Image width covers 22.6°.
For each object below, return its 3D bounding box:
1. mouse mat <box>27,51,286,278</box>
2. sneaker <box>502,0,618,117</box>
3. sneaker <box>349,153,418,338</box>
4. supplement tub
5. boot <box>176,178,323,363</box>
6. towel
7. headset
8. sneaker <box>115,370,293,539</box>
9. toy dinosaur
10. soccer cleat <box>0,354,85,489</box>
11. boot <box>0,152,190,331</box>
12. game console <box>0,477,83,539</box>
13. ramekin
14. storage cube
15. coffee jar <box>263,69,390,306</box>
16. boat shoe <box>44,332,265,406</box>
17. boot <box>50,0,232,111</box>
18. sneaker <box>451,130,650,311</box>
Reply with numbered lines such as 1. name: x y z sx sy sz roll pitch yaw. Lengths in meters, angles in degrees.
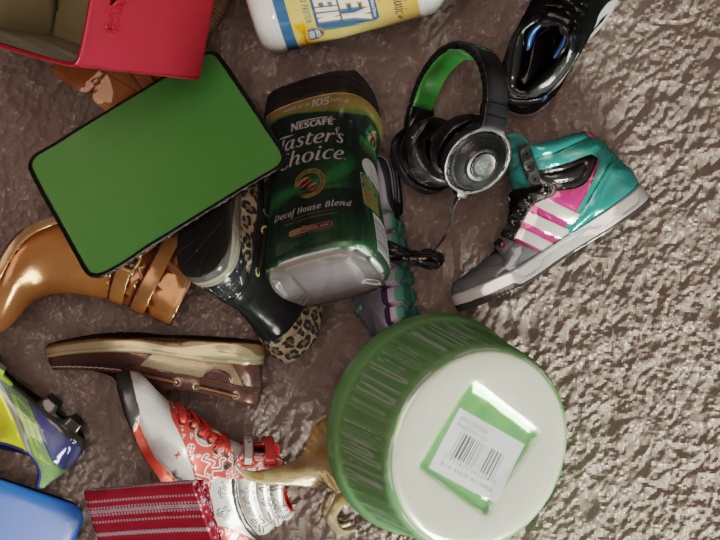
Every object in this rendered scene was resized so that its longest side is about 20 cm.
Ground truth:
1. mouse mat: -0.178 -0.094 1.561 0.199 0.008 0.161 -32 55 -3
2. sneaker: 0.184 -0.230 1.584 0.073 0.112 0.201 25 90 2
3. sneaker: 0.000 0.000 1.617 0.087 0.074 0.201 -9 77 13
4. supplement tub: -0.006 -0.281 1.579 0.199 0.145 0.146 -14 88 3
5. boot: -0.093 -0.032 1.606 0.073 0.154 0.204 -18 44 24
6. towel: -0.160 0.278 1.585 0.144 0.022 0.201 -10 103 36
7. headset: 0.067 -0.102 1.572 0.094 0.123 0.201 8 88 -32
8. sneaker: -0.132 0.155 1.594 0.107 0.067 0.202 -24 112 0
9. toy dinosaur: -0.026 0.181 1.599 0.199 0.058 0.102 -17 91 -29
10. soccer cleat: -0.341 0.118 1.628 0.200 0.065 0.084 37 89 2
11. boot: -0.234 0.005 1.613 0.155 0.077 0.200 36 74 -3
12. game console: -0.377 0.269 1.650 0.170 0.118 0.201 24 90 -28
13. ramekin: 0.080 0.142 1.545 0.199 0.098 0.201 -5 102 -25
14. storage cube: -0.228 -0.261 1.490 0.199 0.180 0.172 18 100 26
15. coffee jar: -0.031 -0.075 1.553 0.104 0.085 0.201 -15 54 18
16. boat shoe: -0.185 0.094 1.619 0.199 0.072 0.072 2 92 1
17. boot: -0.232 -0.241 1.635 0.200 0.077 0.155 39 96 -2
18. sneaker: 0.144 -0.060 1.595 0.199 0.084 0.121 -32 92 -6
